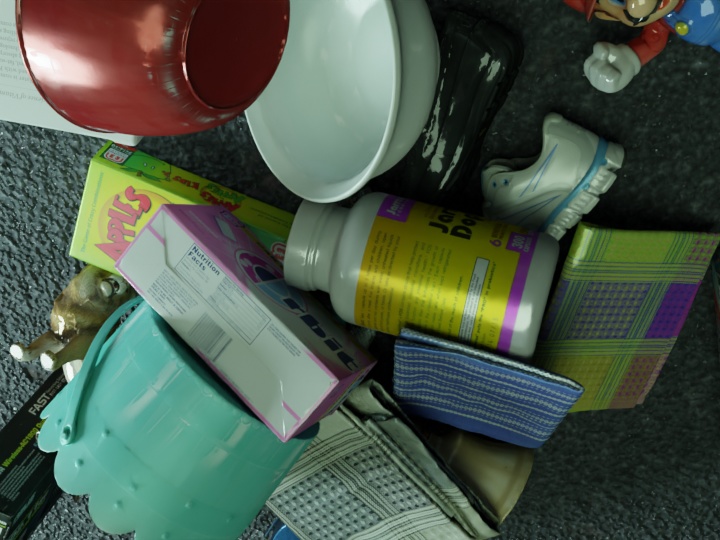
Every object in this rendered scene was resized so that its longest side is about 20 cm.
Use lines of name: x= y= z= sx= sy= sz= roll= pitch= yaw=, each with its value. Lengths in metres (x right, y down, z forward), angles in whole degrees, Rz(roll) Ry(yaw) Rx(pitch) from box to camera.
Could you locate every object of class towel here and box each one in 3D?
towel: x=0.208 y=0.047 z=0.884 sx=0.142 sy=0.023 sz=0.202 roll=1 pitch=126 yaw=-21
towel: x=-0.003 y=0.200 z=0.938 sx=0.199 sy=0.035 sz=0.193 roll=-31 pitch=108 yaw=36
towel: x=0.092 y=0.102 z=0.839 sx=0.143 sy=0.024 sz=0.200 roll=16 pitch=161 yaw=7

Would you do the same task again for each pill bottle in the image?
pill bottle: x=0.045 y=0.001 z=0.803 sx=0.198 sy=0.104 sz=0.105 roll=15 pitch=121 yaw=10

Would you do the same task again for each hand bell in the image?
hand bell: x=0.049 y=0.150 z=0.962 sx=0.199 sy=0.104 sz=0.104 roll=33 pitch=120 yaw=-6

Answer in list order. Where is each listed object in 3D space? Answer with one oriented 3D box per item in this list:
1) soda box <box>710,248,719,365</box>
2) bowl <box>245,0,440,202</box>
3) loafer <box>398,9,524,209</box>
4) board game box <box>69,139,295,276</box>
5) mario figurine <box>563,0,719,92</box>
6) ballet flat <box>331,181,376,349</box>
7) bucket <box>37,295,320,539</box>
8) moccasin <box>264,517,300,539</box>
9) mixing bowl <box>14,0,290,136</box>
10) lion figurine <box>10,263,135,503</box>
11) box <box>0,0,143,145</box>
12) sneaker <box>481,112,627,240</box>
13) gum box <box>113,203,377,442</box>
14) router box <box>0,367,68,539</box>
soda box: x=0.339 y=0.078 z=0.885 sx=0.067 sy=0.064 sz=0.202 roll=-8 pitch=117 yaw=15
bowl: x=-0.004 y=-0.156 z=0.782 sx=0.200 sy=0.090 sz=0.204 roll=16 pitch=111 yaw=50
loafer: x=0.063 y=-0.110 z=0.836 sx=0.070 sy=0.068 sz=0.202 roll=33 pitch=126 yaw=15
board game box: x=-0.148 y=-0.027 z=0.929 sx=0.198 sy=0.048 sz=0.102 roll=22 pitch=121 yaw=-2
mario figurine: x=0.230 y=-0.181 z=0.733 sx=0.198 sy=0.106 sz=0.125 roll=15 pitch=87 yaw=-7
ballet flat: x=0.000 y=0.000 z=0.907 sx=0.071 sy=0.072 sz=0.202 roll=-2 pitch=120 yaw=12
bucket: x=-0.140 y=0.120 z=0.847 sx=0.207 sy=0.207 sz=0.135 roll=39 pitch=100 yaw=-12
moccasin: x=-0.031 y=0.227 z=1.041 sx=0.080 sy=0.069 sz=0.201 roll=25 pitch=122 yaw=-13
mixing bowl: x=-0.119 y=-0.171 z=0.715 sx=0.108 sy=0.199 sz=0.202 roll=28 pitch=126 yaw=30
lion figurine: x=-0.243 y=0.097 z=0.961 sx=0.072 sy=0.122 sz=0.203 roll=5 pitch=111 yaw=29
box: x=-0.224 y=-0.218 z=0.802 sx=0.150 sy=0.107 sz=0.202 roll=11 pitch=120 yaw=4
sneaker: x=0.124 y=-0.044 z=0.862 sx=0.086 sy=0.075 sz=0.201 roll=35 pitch=111 yaw=-2
gum box: x=-0.089 y=0.031 z=0.820 sx=0.200 sy=0.113 sz=0.066 roll=45 pitch=103 yaw=9
router box: x=-0.327 y=0.204 z=1.004 sx=0.062 sy=0.200 sz=0.151 roll=29 pitch=121 yaw=-1
